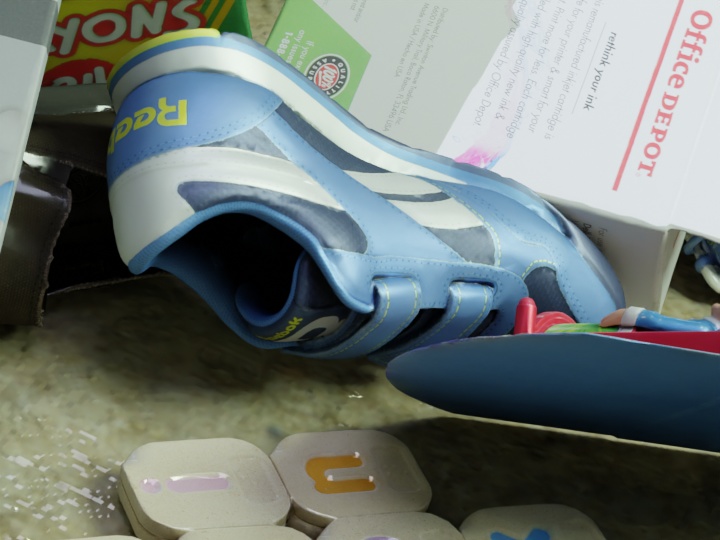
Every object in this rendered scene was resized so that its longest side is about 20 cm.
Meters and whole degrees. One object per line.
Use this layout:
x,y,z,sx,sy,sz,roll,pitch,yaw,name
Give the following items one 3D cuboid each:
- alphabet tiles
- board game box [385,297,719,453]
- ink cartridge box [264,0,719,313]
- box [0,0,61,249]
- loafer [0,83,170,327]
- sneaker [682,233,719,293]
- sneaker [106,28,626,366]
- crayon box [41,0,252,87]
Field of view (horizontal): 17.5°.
0.004,0.116,0.668,0.195,0.015,0.200,-2,38,-27,alphabet tiles
0.108,0.025,0.732,0.199,0.158,0.039,9,77,-12,board game box
0.069,-0.057,0.844,0.199,0.067,0.117,17,60,12,ink cartridge box
-0.173,-0.044,0.668,0.155,0.201,0.041,14,-1,-5,box
-0.124,-0.018,0.751,0.200,0.073,0.071,-14,43,-39,loafer
0.144,-0.039,0.899,0.200,0.076,0.077,30,43,25,sneaker
0.000,0.000,0.768,0.199,0.074,0.082,25,48,-23,sneaker
-0.106,-0.119,0.765,0.126,0.200,0.051,-12,61,-2,crayon box
